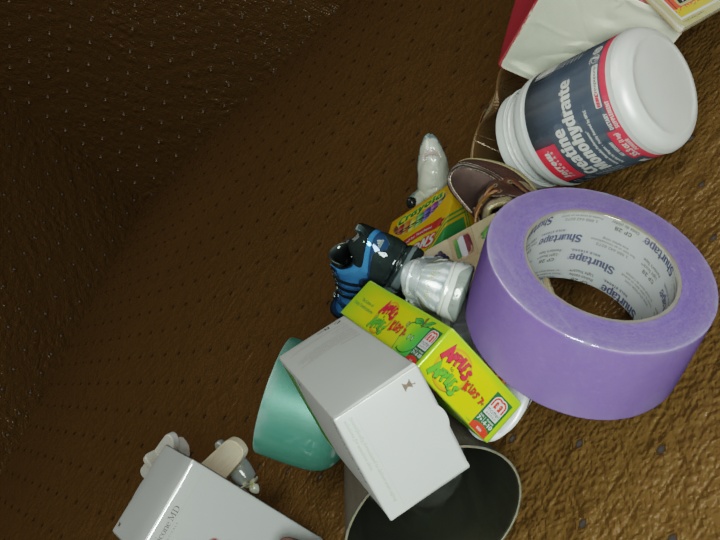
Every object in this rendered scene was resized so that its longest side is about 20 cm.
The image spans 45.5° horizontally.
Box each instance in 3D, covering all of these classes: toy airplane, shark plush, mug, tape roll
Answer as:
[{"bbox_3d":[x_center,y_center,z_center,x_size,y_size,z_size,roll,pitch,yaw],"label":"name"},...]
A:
[{"bbox_3d":[-0.221,0.318,1.201,0.199,0.140,0.202,4,90,48],"label":"toy airplane"},{"bbox_3d":[0.115,-0.120,1.222,0.090,0.200,0.084,-19,73,12],"label":"shark plush"},{"bbox_3d":[-0.053,0.162,1.101,0.153,0.113,0.186,96,-167,-60],"label":"mug"},{"bbox_3d":[0.196,0.023,0.743,0.201,0.198,0.086,-78,-1,-46],"label":"tape roll"}]

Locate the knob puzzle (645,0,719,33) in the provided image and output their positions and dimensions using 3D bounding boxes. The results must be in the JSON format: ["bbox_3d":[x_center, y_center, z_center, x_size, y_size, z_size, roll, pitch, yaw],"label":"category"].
[{"bbox_3d":[0.355,-0.379,0.980,0.031,0.218,0.221,116,178,-59],"label":"knob puzzle"}]

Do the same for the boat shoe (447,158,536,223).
[{"bbox_3d":[0.166,-0.072,0.985,0.200,0.072,0.073,43,116,34],"label":"boat shoe"}]

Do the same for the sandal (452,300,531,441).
[{"bbox_3d":[0.140,0.093,0.853,0.079,0.059,0.208,-36,27,21],"label":"sandal"}]

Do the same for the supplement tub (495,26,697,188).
[{"bbox_3d":[0.268,-0.179,0.991,0.199,0.140,0.141,-18,40,53],"label":"supplement tub"}]

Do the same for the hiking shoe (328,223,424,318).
[{"bbox_3d":[0.000,0.000,0.986,0.075,0.086,0.200,-59,8,-30],"label":"hiking shoe"}]

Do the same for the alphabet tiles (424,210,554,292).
[{"bbox_3d":[0.136,0.049,0.927,0.166,0.008,0.202,-29,67,33],"label":"alphabet tiles"}]

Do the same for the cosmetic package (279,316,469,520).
[{"bbox_3d":[0.005,0.121,0.767,0.084,0.108,0.200,-31,15,-10],"label":"cosmetic package"}]

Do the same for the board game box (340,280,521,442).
[{"bbox_3d":[0.059,0.079,0.807,0.048,0.102,0.200,-46,21,-6],"label":"board game box"}]

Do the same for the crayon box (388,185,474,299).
[{"bbox_3d":[0.084,-0.033,1.096,0.127,0.051,0.201,-34,25,37],"label":"crayon box"}]

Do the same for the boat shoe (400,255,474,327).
[{"bbox_3d":[0.073,0.018,0.862,0.202,0.064,0.075,24,-95,-86],"label":"boat shoe"}]

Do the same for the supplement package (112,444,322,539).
[{"bbox_3d":[-0.170,0.317,1.026,0.122,0.199,0.119,-60,24,-17],"label":"supplement package"}]

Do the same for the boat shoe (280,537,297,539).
[{"bbox_3d":[-0.043,0.336,0.877,0.072,0.072,0.200,-51,23,2],"label":"boat shoe"}]

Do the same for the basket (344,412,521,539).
[{"bbox_3d":[0.050,0.199,0.872,0.180,0.136,0.200,-36,20,2],"label":"basket"}]

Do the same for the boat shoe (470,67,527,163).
[{"bbox_3d":[0.205,-0.209,1.271,0.072,0.071,0.202,103,-177,-69],"label":"boat shoe"}]

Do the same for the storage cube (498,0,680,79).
[{"bbox_3d":[0.294,-0.332,1.069,0.200,0.169,0.181,121,172,-54],"label":"storage cube"}]
